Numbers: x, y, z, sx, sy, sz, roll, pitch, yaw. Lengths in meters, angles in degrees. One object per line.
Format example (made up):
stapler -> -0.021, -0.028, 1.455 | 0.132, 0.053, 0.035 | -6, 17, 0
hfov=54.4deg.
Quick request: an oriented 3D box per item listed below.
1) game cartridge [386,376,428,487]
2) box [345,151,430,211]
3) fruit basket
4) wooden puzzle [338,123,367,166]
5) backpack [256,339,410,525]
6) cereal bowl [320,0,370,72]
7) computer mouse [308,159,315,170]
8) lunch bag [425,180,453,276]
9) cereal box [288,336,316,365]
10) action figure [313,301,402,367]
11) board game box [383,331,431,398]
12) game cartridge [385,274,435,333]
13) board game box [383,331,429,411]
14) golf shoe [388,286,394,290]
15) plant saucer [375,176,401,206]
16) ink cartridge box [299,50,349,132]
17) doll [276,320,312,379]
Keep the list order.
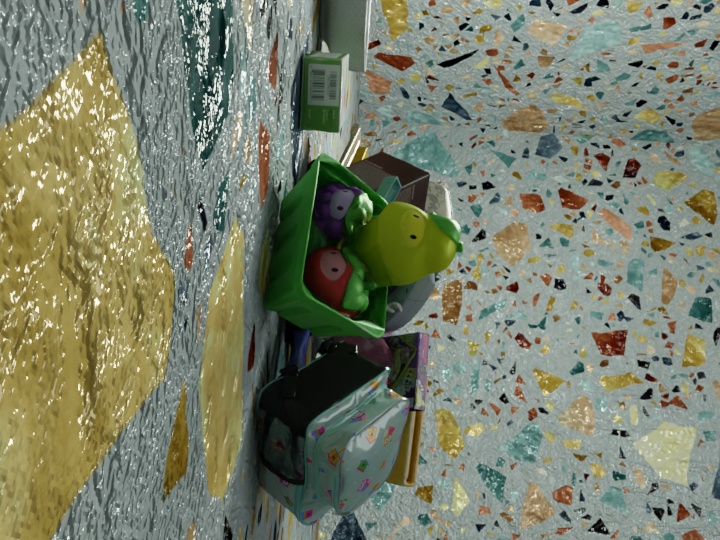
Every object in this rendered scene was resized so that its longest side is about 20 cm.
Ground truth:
game cartridge -> 0.027, 0.252, 1.152 | 0.200, 0.032, 0.177 | -9, -111, 54
box -> 0.002, -0.102, 1.030 | 0.200, 0.100, 0.075 | -31, 138, -39
fruit basket -> 0.004, -0.030, 0.810 | 0.155, 0.215, 0.216 | 34, 48, -37
wooden puzzle -> -0.011, -0.127, 1.194 | 0.200, 0.037, 0.185 | -78, 169, -53
backpack -> -0.038, 0.214, 0.873 | 0.176, 0.153, 0.200 | -31, 145, -47
cereal bowl -> -0.025, -0.450, 1.221 | 0.200, 0.083, 0.200 | -175, -90, -90
computer mouse -> -0.055, -0.099, 1.185 | 0.139, 0.053, 0.200 | 71, 14, -64
lunch bag -> 0.078, -0.055, 1.275 | 0.200, 0.139, 0.168 | -91, -162, -46
cereal box -> -0.089, 0.080, 1.168 | 0.200, 0.039, 0.144 | -82, 175, -81
action figure -> -0.011, 0.070, 1.067 | 0.149, 0.134, 0.200 | -112, -172, -59
board game box -> 0.013, 0.167, 1.254 | 0.200, 0.041, 0.199 | 61, -35, 8
game cartridge -> 0.059, 0.017, 1.090 | 0.200, 0.041, 0.133 | 129, -39, -56
board game box -> 0.031, 0.169, 1.130 | 0.200, 0.032, 0.120 | -15, -112, 50
golf shoe -> 0.000, 0.000, 1.067 | 0.200, 0.088, 0.077 | 137, -52, -64
plant saucer -> -0.004, -0.037, 0.944 | 0.200, 0.019, 0.070 | -61, 171, -1
ink cartridge box -> -0.051, -0.281, 1.082 | 0.200, 0.059, 0.104 | -84, 178, -70
doll -> -0.085, 0.073, 0.979 | 0.137, 0.048, 0.200 | 111, -14, -56
